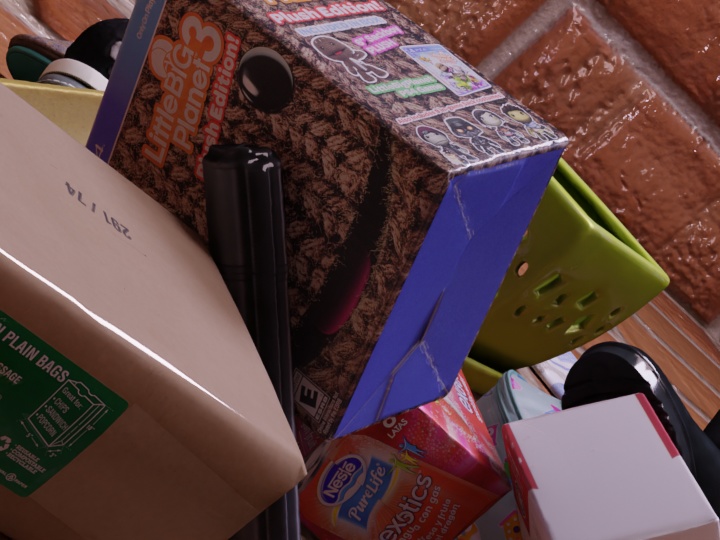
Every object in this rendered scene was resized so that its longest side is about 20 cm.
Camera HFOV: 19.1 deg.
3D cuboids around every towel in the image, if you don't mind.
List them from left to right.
[{"bbox_3d":[0.191,0.087,2.131,0.200,0.024,0.147,53,13,33],"label":"towel"}]

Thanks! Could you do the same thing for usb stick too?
[{"bbox_3d":[-0.050,0.040,0.989,0.033,0.200,0.055,-7,11,-24],"label":"usb stick"}]

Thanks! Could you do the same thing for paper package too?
[{"bbox_3d":[-0.139,0.016,0.874,0.200,0.103,0.191,39,12,-36],"label":"paper package"}]

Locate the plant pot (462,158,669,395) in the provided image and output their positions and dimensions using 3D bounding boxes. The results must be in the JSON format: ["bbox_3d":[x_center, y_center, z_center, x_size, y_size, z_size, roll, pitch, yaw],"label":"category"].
[{"bbox_3d":[0.099,-0.017,1.721,0.200,0.181,0.199,52,12,27],"label":"plant pot"}]

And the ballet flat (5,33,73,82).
[{"bbox_3d":[-0.131,-0.091,1.336,0.200,0.067,0.068,40,-34,8],"label":"ballet flat"}]

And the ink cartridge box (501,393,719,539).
[{"bbox_3d":[0.140,0.188,1.112,0.147,0.083,0.200,-109,-173,-66],"label":"ink cartridge box"}]

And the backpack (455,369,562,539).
[{"bbox_3d":[0.138,0.154,1.328,0.200,0.153,0.176,31,22,-34],"label":"backpack"}]

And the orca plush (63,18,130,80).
[{"bbox_3d":[-0.073,-0.113,1.291,0.200,0.071,0.105,28,28,-10],"label":"orca plush"}]

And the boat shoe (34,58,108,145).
[{"bbox_3d":[-0.131,-0.033,1.268,0.200,0.073,0.062,49,52,-21],"label":"boat shoe"}]

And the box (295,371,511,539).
[{"bbox_3d":[0.002,0.079,1.209,0.100,0.095,0.200,43,11,-22],"label":"box"}]

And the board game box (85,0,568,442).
[{"bbox_3d":[-0.027,-0.046,1.043,0.200,0.160,0.097,39,33,26],"label":"board game box"}]

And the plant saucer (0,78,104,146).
[{"bbox_3d":[-0.100,-0.024,1.165,0.200,0.048,0.200,4,35,-31],"label":"plant saucer"}]

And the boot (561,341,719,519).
[{"bbox_3d":[0.205,0.102,1.232,0.162,0.073,0.198,-36,106,-45],"label":"boot"}]
